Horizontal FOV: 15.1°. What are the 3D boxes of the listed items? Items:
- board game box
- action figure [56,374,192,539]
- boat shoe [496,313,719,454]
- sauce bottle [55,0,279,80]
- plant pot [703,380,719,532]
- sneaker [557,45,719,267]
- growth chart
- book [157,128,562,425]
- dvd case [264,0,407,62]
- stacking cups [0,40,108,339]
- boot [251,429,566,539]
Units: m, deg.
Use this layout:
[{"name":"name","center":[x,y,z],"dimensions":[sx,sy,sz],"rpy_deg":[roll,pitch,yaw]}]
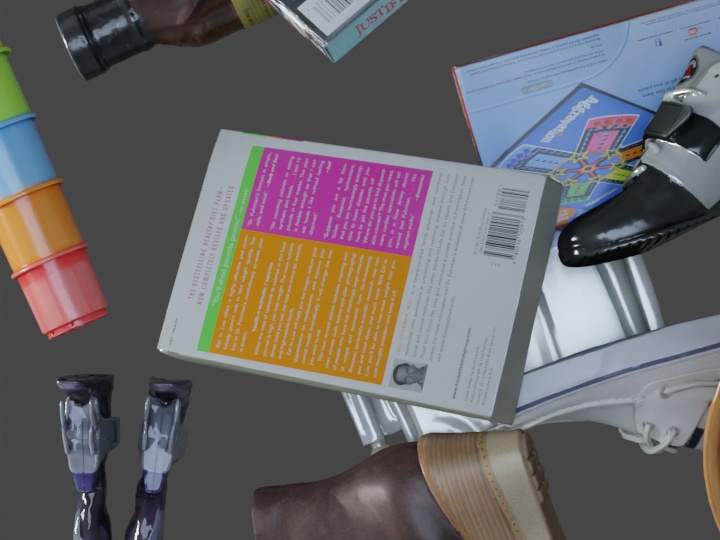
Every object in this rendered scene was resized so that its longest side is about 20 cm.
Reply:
[{"name":"board game box","center":[0.160,-0.090,1.509],"dimensions":[0.200,0.019,0.103],"rpy_deg":[-16,86,-4]},{"name":"action figure","center":[-0.136,0.158,1.501],"dimensions":[0.130,0.069,0.200],"rpy_deg":[2,91,-2]},{"name":"boat shoe","center":[0.169,0.066,1.477],"dimensions":[0.200,0.071,0.070],"rpy_deg":[-14,86,-11]},{"name":"sauce bottle","center":[-0.071,-0.164,1.509],"dimensions":[0.200,0.066,0.066],"rpy_deg":[-25,87,0]},{"name":"plant pot","center":[0.287,0.081,1.381],"dimensions":[0.200,0.140,0.200],"rpy_deg":[6,107,19]},{"name":"sneaker","center":[0.182,-0.070,1.466],"dimensions":[0.200,0.074,0.089],"rpy_deg":[-28,89,-14]},{"name":"growth chart","center":[0.073,0.029,1.520],"dimensions":[0.200,0.018,0.145],"rpy_deg":[-13,87,2]},{"name":"book","center":[0.000,0.000,1.473],"dimensions":[0.200,0.048,0.134],"rpy_deg":[10,83,26]},{"name":"dvd case","center":[-0.024,-0.216,1.475],"dimensions":[0.146,0.022,0.200],"rpy_deg":[-42,57,-9]},{"name":"stacking cups","center":[-0.197,-0.060,1.512],"dimensions":[0.060,0.061,0.200],"rpy_deg":[-25,87,2]},{"name":"boot","center":[0.041,0.192,1.504],"dimensions":[0.166,0.072,0.200],"rpy_deg":[-17,93,16]}]
